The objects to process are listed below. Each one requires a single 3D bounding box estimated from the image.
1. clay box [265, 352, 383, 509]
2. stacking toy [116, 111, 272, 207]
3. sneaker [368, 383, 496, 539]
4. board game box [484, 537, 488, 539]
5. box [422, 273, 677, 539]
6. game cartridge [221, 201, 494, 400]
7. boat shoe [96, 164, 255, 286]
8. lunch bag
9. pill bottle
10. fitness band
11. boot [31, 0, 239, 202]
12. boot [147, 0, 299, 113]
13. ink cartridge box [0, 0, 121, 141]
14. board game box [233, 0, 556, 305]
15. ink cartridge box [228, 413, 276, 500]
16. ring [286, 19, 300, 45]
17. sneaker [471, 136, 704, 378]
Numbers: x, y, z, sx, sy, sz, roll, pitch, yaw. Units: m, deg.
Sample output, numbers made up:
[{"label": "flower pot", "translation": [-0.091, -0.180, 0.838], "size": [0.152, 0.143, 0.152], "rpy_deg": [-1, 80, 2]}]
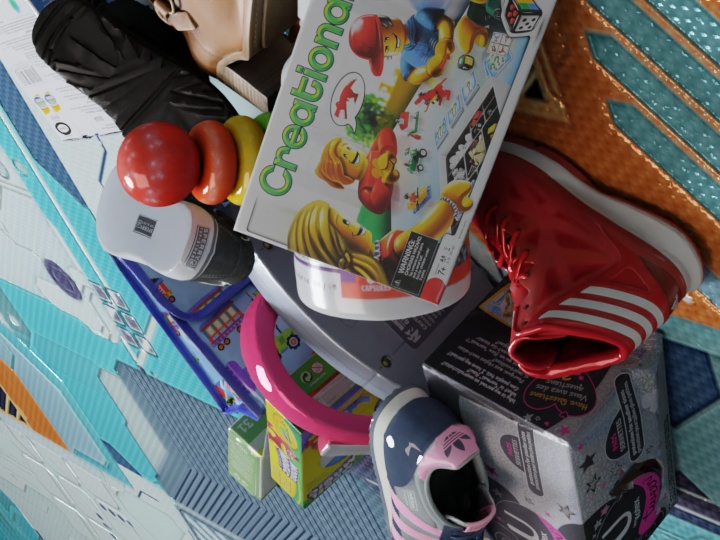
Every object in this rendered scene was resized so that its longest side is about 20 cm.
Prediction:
[{"label": "clay box", "translation": [-0.020, 0.121, 1.250], "size": [0.048, 0.115, 0.200], "rpy_deg": [43, 160, 20]}, {"label": "stacking toy", "translation": [-0.064, -0.075, 1.003], "size": [0.085, 0.199, 0.086], "rpy_deg": [9, 100, 62]}, {"label": "sneaker", "translation": [0.062, 0.172, 1.067], "size": [0.082, 0.070, 0.201], "rpy_deg": [33, 153, 42]}, {"label": "board game box", "translation": [0.077, 0.159, 1.344], "size": [0.135, 0.035, 0.200], "rpy_deg": [34, 153, 24]}, {"label": "box", "translation": [0.140, 0.121, 1.090], "size": [0.132, 0.115, 0.201], "rpy_deg": [28, 151, 34]}, {"label": "game cartridge", "translation": [0.000, 0.000, 1.101], "size": [0.200, 0.133, 0.041], "rpy_deg": [45, 146, 2]}, {"label": "boat shoe", "translation": [-0.137, -0.029, 1.095], "size": [0.056, 0.069, 0.200], "rpy_deg": [20, -174, -31]}, {"label": "lunch bag", "translation": [-0.102, -0.006, 1.225], "size": [0.200, 0.150, 0.094], "rpy_deg": [52, 161, -13]}, {"label": "pill bottle", "translation": [0.009, -0.080, 0.930], "size": [0.111, 0.111, 0.201], "rpy_deg": [16, 116, 47]}, {"label": "fitness band", "translation": [0.005, 0.062, 1.124], "size": [0.037, 0.199, 0.144], "rpy_deg": [-43, 56, 47]}, {"label": "boot", "translation": [-0.143, -0.132, 1.117], "size": [0.198, 0.073, 0.162], "rpy_deg": [40, -169, 2]}, {"label": "boot", "translation": [-0.096, -0.200, 0.990], "size": [0.155, 0.077, 0.200], "rpy_deg": [42, 163, 15]}, {"label": "ink cartridge box", "translation": [-0.235, -0.183, 1.255], "size": [0.136, 0.076, 0.200], "rpy_deg": [2, 130, 57]}, {"label": "board game box", "translation": [0.020, -0.094, 0.848], "size": [0.126, 0.201, 0.035], "rpy_deg": [19, -162, -1]}, {"label": "ink cartridge box", "translation": [-0.050, 0.105, 1.325], "size": [0.048, 0.145, 0.200], "rpy_deg": [39, 155, 17]}, {"label": "ring", "translation": [-0.093, -0.211, 1.060], "size": [0.200, 0.019, 0.201], "rpy_deg": [35, 154, 20]}, {"label": "sneaker", "translation": [0.101, -0.008, 0.950], "size": [0.199, 0.116, 0.079], "rpy_deg": [25, 149, 37]}]
